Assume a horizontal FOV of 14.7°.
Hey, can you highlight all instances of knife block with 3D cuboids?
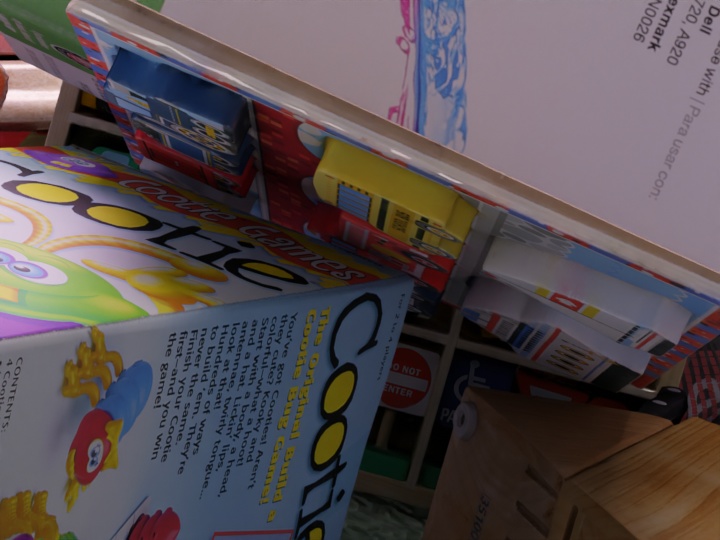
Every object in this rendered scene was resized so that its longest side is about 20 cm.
[{"bbox_3d":[0.111,0.086,0.725,0.175,0.064,0.200,10,13,-23],"label":"knife block"}]

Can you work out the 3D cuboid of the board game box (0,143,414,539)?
[{"bbox_3d":[-0.088,0.039,0.595,0.103,0.105,0.200,21,13,24],"label":"board game box"}]

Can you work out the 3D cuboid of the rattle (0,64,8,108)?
[{"bbox_3d":[-0.202,-0.014,0.721,0.143,0.131,0.200,-26,6,31],"label":"rattle"}]

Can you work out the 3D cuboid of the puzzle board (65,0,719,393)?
[{"bbox_3d":[0.008,-0.010,0.652,0.150,0.017,0.200,25,-6,2],"label":"puzzle board"}]

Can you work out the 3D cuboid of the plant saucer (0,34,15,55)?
[{"bbox_3d":[-0.207,-0.097,1.032,0.199,0.037,0.200,-2,5,-17],"label":"plant saucer"}]

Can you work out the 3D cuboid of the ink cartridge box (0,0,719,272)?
[{"bbox_3d":[0.009,-0.057,0.734,0.199,0.084,0.145,25,-3,-1],"label":"ink cartridge box"}]

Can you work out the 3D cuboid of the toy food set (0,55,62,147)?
[{"bbox_3d":[-0.115,-0.054,1.009,0.197,0.049,0.200,2,7,24],"label":"toy food set"}]

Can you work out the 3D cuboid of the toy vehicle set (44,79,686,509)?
[{"bbox_3d":[0.000,0.000,0.826,0.199,0.125,0.027,15,5,-1],"label":"toy vehicle set"}]

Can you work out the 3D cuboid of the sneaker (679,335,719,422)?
[{"bbox_3d":[0.130,0.021,0.965,0.200,0.098,0.071,7,16,-29],"label":"sneaker"}]
